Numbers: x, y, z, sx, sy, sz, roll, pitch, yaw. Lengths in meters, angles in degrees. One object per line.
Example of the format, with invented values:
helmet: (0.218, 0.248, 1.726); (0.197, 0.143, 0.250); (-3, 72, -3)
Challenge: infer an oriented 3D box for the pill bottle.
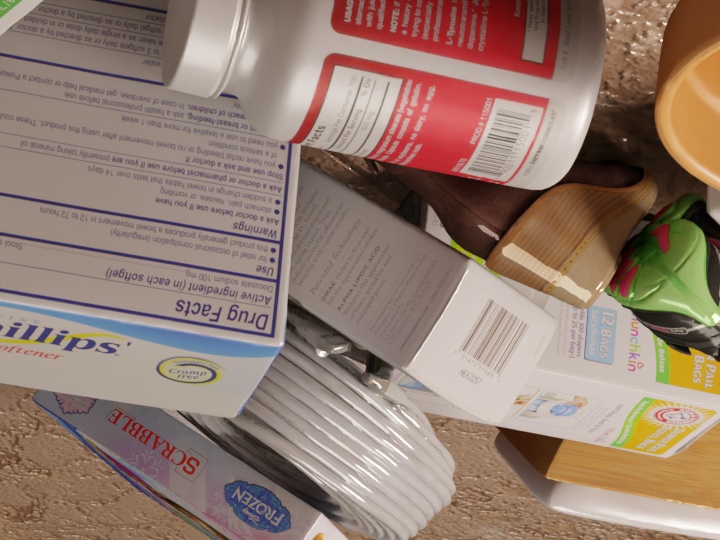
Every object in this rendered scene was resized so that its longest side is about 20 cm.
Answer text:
pill bottle: (0.009, -0.110, 1.313); (0.200, 0.112, 0.112); (11, 154, -14)

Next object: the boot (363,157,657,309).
boot: (0.073, -0.061, 1.453); (0.166, 0.200, 0.072); (37, 108, 0)

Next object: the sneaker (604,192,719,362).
sneaker: (0.179, 0.012, 1.469); (0.077, 0.084, 0.200); (-43, -179, 13)

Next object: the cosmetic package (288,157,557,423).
cosmetic package: (0.000, 0.000, 1.478); (0.200, 0.074, 0.102); (30, 177, 40)

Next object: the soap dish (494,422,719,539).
soap dish: (0.193, 0.110, 1.726); (0.200, 0.081, 0.157); (12, -169, -14)

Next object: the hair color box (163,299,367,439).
hair color box: (-0.085, 0.049, 1.728); (0.111, 0.064, 0.200); (23, 150, -30)

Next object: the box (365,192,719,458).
box: (0.114, 0.030, 1.593); (0.200, 0.113, 0.101); (12, 156, -13)

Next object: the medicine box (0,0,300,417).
medicine box: (-0.130, -0.045, 1.370); (0.182, 0.200, 0.103); (10, 154, -12)

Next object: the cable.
cable: (-0.035, 0.086, 1.557); (0.200, 0.069, 0.200); (23, 163, 44)

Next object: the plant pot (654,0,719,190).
plant pot: (0.233, -0.127, 1.210); (0.200, 0.140, 0.200); (3, 154, 2)

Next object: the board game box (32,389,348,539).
board game box: (-0.086, 0.142, 1.672); (0.199, 0.041, 0.200); (31, 170, 24)

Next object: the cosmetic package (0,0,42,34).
cosmetic package: (-0.226, -0.189, 1.217); (0.200, 0.085, 0.108); (17, 155, -28)

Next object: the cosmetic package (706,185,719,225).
cosmetic package: (0.278, -0.029, 1.492); (0.101, 0.071, 0.200); (-10, 151, 29)
